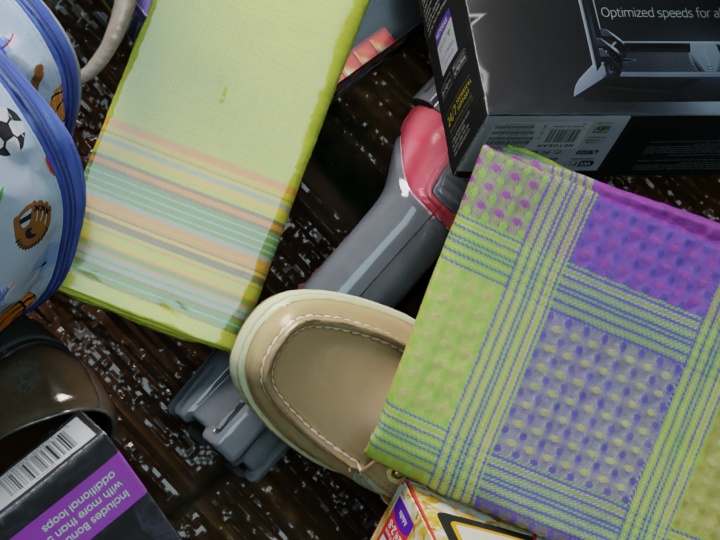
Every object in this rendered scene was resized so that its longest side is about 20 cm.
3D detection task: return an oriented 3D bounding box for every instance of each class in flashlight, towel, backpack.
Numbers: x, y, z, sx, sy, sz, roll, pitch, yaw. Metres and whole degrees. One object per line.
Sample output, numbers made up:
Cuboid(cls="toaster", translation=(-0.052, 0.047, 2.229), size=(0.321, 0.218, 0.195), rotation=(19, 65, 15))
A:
Cuboid(cls="flashlight", translation=(0.000, 0.000, 1.140), size=(0.200, 0.068, 0.068), rotation=(-48, 55, -8))
Cuboid(cls="towel", translation=(-0.056, -0.071, 1.109), size=(0.086, 0.018, 0.200), rotation=(21, 83, -4))
Cuboid(cls="towel", translation=(0.116, 0.048, 1.056), size=(0.200, 0.023, 0.144), rotation=(21, 91, -7))
Cuboid(cls="backpack", translation=(-0.197, -0.049, 1.055), size=(0.154, 0.200, 0.191), rotation=(-35, 78, -29))

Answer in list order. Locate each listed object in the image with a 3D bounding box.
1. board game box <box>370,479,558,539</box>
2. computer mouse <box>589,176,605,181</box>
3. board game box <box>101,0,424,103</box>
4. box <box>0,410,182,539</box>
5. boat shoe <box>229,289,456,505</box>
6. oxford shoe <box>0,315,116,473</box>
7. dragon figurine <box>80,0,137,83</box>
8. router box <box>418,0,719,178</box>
Cuboid(cls="board game box", translation=(0.096, 0.165, 1.002), size=(0.151, 0.200, 0.046), rotation=(18, 111, -22))
Cuboid(cls="computer mouse", translation=(0.173, -0.057, 1.149), size=(0.200, 0.046, 0.141), rotation=(24, 62, -17))
Cuboid(cls="board game box", translation=(-0.047, -0.171, 1.162), size=(0.165, 0.057, 0.200), rotation=(-37, 88, -13))
Cuboid(cls="box", translation=(-0.110, 0.176, 1.065), size=(0.143, 0.036, 0.200), rotation=(-39, 118, -12))
Cuboid(cls="boat shoe", translation=(0.038, 0.070, 1.094), size=(0.200, 0.066, 0.074), rotation=(29, 89, -28))
Cuboid(cls="oxford shoe", translation=(-0.179, 0.108, 1.076), size=(0.200, 0.073, 0.084), rotation=(-47, 47, -9))
Cuboid(cls="dragon figurine", translation=(-0.101, -0.178, 1.097), size=(0.059, 0.099, 0.201), rotation=(-3, 101, -9))
Cuboid(cls="router box", translation=(0.124, -0.119, 1.112), size=(0.200, 0.052, 0.158), rotation=(-1, 63, -17))
